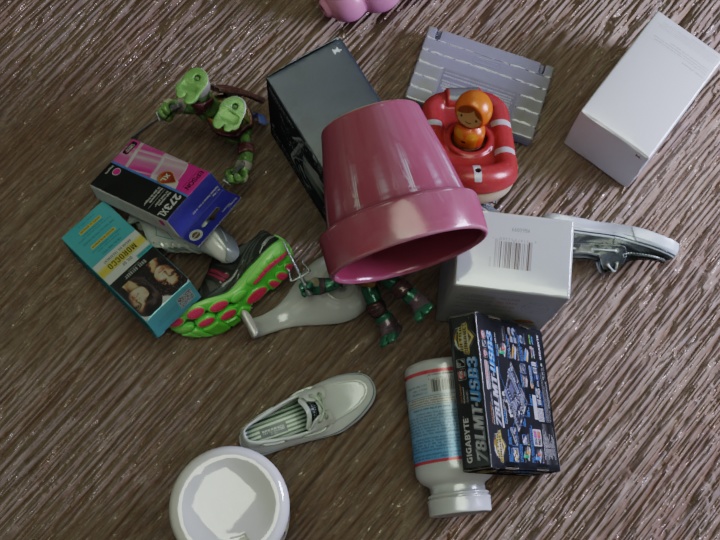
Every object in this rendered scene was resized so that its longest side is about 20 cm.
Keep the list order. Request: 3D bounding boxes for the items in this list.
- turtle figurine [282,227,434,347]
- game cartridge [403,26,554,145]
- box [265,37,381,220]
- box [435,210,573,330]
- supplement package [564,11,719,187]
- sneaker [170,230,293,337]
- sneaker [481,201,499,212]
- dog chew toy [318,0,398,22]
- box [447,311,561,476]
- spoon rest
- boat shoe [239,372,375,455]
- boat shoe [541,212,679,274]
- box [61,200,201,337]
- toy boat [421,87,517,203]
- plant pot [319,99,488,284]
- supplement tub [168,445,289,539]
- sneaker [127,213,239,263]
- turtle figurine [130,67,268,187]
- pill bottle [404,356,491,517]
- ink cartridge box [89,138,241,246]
[{"bbox_3d":[0.000,0.000,1.598,0.200,0.150,0.101,46,47,-6],"label":"turtle figurine"},{"bbox_3d":[0.174,-0.271,1.766,0.199,0.038,0.130,19,78,2],"label":"game cartridge"},{"bbox_3d":[-0.029,-0.175,1.641,0.123,0.197,0.201,-30,77,-11],"label":"box"},{"bbox_3d":[0.189,0.003,1.602,0.151,0.200,0.107,7,75,-2],"label":"box"},{"bbox_3d":[0.406,-0.246,1.726,0.120,0.121,0.200,37,75,7],"label":"supplement package"},{"bbox_3d":[-0.184,0.019,1.653,0.199,0.077,0.084,-35,48,-7],"label":"sneaker"},{"bbox_3d":[0.158,-0.097,1.692,0.199,0.081,0.075,35,73,7],"label":"sneaker"},{"bbox_3d":[0.027,-0.438,1.763,0.199,0.125,0.125,-35,79,-4],"label":"dog chew toy"},{"bbox_3d":[0.189,0.166,1.567,0.049,0.198,0.201,-15,73,33],"label":"box"},{"bbox_3d":[-0.075,0.042,1.658,0.199,0.061,0.100,-23,78,-23],"label":"spoon rest"},{"bbox_3d":[-0.067,0.196,1.603,0.199,0.067,0.074,-28,78,-10],"label":"boat shoe"},{"bbox_3d":[0.348,-0.029,1.697,0.199,0.072,0.071,10,83,10],"label":"boat shoe"},{"bbox_3d":[-0.312,-0.004,1.620,0.082,0.049,0.200,-44,61,-13],"label":"box"},{"bbox_3d":[0.150,-0.190,1.635,0.130,0.131,0.201,-2,53,-3],"label":"toy boat"},{"bbox_3d":[0.036,-0.099,1.444,0.199,0.200,0.180,-14,79,-7],"label":"plant pot"},{"bbox_3d":[-0.160,0.304,1.497,0.144,0.200,0.146,1,74,-3],"label":"supplement tub"},{"bbox_3d":[-0.243,-0.051,1.645,0.200,0.070,0.080,34,87,35],"label":"sneaker"},{"bbox_3d":[-0.214,-0.182,1.636,0.199,0.194,0.145,-19,78,-5],"label":"turtle figurine"},{"bbox_3d":[0.121,0.222,1.585,0.108,0.109,0.201,-4,75,-5],"label":"pill bottle"},{"bbox_3d":[-0.265,-0.107,1.617,0.199,0.037,0.095,25,63,28],"label":"ink cartridge box"}]
